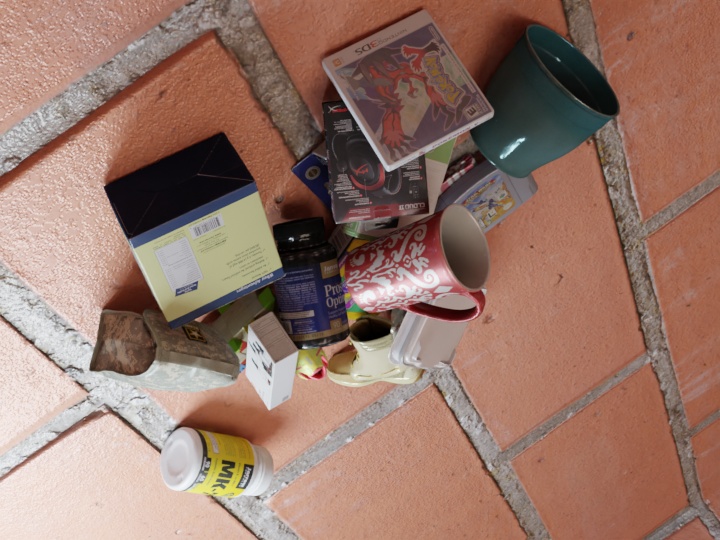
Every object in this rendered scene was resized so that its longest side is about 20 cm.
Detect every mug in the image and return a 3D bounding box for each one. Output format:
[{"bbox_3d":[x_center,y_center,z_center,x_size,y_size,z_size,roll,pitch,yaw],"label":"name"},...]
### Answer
[{"bbox_3d":[0.088,0.011,1.549,0.199,0.179,0.133,-18,180,37],"label":"mug"}]

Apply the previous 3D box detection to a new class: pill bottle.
[{"bbox_3d":[-0.267,0.366,1.897,0.199,0.115,0.115,20,116,-44],"label":"pill bottle"},{"bbox_3d":[-0.086,0.019,1.639,0.111,0.112,0.202,-13,98,-23],"label":"pill bottle"}]

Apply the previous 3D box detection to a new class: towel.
[{"bbox_3d":[0.138,-0.105,1.796,0.199,0.030,0.147,-34,141,0],"label":"towel"}]

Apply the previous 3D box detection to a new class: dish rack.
[{"bbox_3d":[0.139,0.080,1.691,0.171,0.043,0.202,14,104,-54],"label":"dish rack"}]

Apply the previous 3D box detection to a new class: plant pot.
[{"bbox_3d":[0.284,-0.259,1.636,0.199,0.201,0.188,11,135,-39],"label":"plant pot"}]

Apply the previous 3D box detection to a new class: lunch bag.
[{"bbox_3d":[-0.302,0.129,1.580,0.163,0.199,0.119,20,77,-43],"label":"lunch bag"}]

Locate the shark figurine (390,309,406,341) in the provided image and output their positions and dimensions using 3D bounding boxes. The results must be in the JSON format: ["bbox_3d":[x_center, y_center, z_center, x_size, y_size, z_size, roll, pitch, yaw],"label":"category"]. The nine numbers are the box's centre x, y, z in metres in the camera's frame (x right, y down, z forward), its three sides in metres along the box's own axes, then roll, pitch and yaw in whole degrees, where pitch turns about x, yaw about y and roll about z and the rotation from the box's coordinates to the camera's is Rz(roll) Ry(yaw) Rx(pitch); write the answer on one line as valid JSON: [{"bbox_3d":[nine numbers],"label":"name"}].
[{"bbox_3d":[0.122,0.039,1.735,0.128,0.089,0.216,101,14,-84],"label":"shark figurine"}]

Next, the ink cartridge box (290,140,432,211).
[{"bbox_3d":[0.016,-0.169,1.642,0.200,0.041,0.199,-41,139,7],"label":"ink cartridge box"}]

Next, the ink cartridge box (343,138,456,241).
[{"bbox_3d":[0.065,-0.140,1.631,0.144,0.048,0.202,11,97,-36],"label":"ink cartridge box"}]

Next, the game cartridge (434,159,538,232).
[{"bbox_3d":[0.214,-0.125,1.779,0.199,0.042,0.133,-38,145,4],"label":"game cartridge"}]

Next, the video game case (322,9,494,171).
[{"bbox_3d":[0.068,-0.266,1.470,0.181,0.201,0.023,-28,163,-10],"label":"video game case"}]

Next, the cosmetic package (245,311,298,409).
[{"bbox_3d":[-0.150,0.154,1.671,0.050,0.083,0.201,-27,158,-21],"label":"cosmetic package"}]

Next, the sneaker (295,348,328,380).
[{"bbox_3d":[-0.097,0.159,1.789,0.078,0.090,0.200,-41,175,-1],"label":"sneaker"}]

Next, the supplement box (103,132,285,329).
[{"bbox_3d":[-0.243,-0.057,1.501,0.198,0.135,0.201,-25,138,-11],"label":"supplement box"}]

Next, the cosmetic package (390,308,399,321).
[{"bbox_3d":[0.127,0.085,1.901,0.150,0.052,0.201,-30,150,-22],"label":"cosmetic package"}]

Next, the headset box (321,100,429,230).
[{"bbox_3d":[0.023,-0.161,1.531,0.147,0.075,0.202,-7,101,-3],"label":"headset box"}]

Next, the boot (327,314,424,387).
[{"bbox_3d":[0.003,0.148,1.854,0.198,0.073,0.156,-1,144,29],"label":"boot"}]

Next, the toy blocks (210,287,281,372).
[{"bbox_3d":[-0.189,0.110,1.737,0.200,0.100,0.136,-42,149,14],"label":"toy blocks"}]

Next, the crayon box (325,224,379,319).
[{"bbox_3d":[0.000,0.000,1.755,0.171,0.059,0.200,5,136,-38],"label":"crayon box"}]
